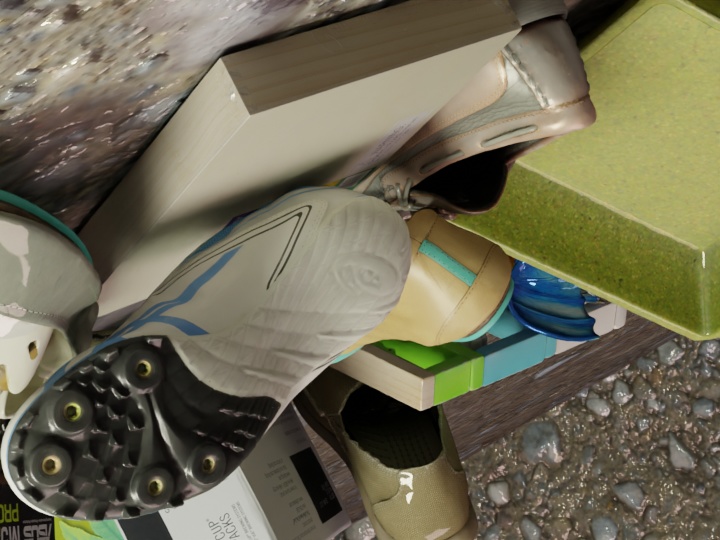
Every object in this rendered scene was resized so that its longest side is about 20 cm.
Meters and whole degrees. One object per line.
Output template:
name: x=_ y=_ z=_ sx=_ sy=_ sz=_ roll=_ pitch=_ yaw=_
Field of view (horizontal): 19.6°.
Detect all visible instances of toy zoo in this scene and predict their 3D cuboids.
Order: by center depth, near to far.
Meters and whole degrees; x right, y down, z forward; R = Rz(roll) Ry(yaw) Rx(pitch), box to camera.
toy zoo: x=0.059 y=0.020 z=1.185 sx=0.199 sy=0.021 sz=0.131 roll=-20 pitch=-148 yaw=-41

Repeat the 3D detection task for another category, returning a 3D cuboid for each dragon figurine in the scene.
dragon figurine: x=0.114 y=-0.001 z=1.136 sx=0.059 sy=0.199 sz=0.100 roll=-61 pitch=177 yaw=-65

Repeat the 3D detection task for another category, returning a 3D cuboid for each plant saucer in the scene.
plant saucer: x=0.155 y=-0.058 z=0.994 sx=0.198 sy=0.048 sz=0.200 roll=23 pitch=142 yaw=-25

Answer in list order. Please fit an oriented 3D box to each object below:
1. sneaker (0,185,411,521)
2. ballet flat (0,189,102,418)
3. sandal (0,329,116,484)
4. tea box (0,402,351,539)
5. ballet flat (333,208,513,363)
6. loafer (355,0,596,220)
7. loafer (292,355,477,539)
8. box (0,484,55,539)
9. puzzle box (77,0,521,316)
sneaker: x=-0.061 y=0.032 z=0.796 sx=0.072 sy=0.072 sz=0.200 roll=-3 pitch=-154 yaw=48
ballet flat: x=-0.126 y=0.019 z=0.747 sx=0.067 sy=0.064 sz=0.200 roll=11 pitch=170 yaw=0
sandal: x=-0.174 y=0.081 z=0.991 sx=0.200 sy=0.058 sz=0.080 roll=-33 pitch=169 yaw=25
tea box: x=-0.131 y=0.136 z=1.124 sx=0.196 sy=0.134 sz=0.200 roll=-30 pitch=175 yaw=7
ballet flat: x=0.000 y=0.000 z=0.947 sx=0.069 sy=0.063 sz=0.200 roll=-61 pitch=-159 yaw=-19
loafer: x=0.042 y=-0.051 z=0.895 sx=0.071 sy=0.063 sz=0.200 roll=-23 pitch=169 yaw=-24
loafer: x=0.012 y=0.073 z=1.164 sx=0.075 sy=0.200 sz=0.068 roll=-18 pitch=135 yaw=-18
box: x=-0.234 y=0.116 z=0.872 sx=0.158 sy=0.045 sz=0.200 roll=-6 pitch=174 yaw=10
puzzle box: x=-0.037 y=-0.043 z=0.828 sx=0.132 sy=0.026 sz=0.200 roll=-22 pitch=169 yaw=-35
